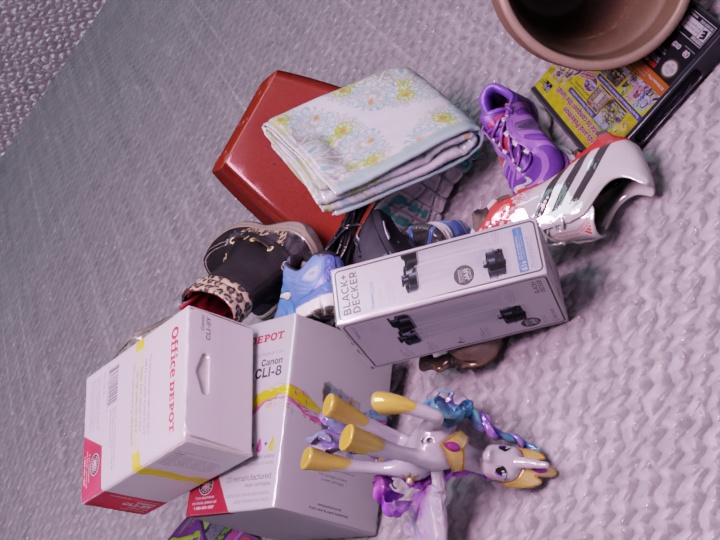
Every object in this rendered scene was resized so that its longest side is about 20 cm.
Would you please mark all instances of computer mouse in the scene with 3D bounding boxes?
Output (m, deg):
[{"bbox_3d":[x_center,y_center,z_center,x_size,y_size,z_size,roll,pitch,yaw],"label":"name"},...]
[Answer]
[{"bbox_3d":[0.000,0.000,1.372,0.141,0.046,0.200,-65,32,27],"label":"computer mouse"}]

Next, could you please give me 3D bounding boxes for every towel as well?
[{"bbox_3d":[0.011,-0.149,1.418,0.199,0.048,0.171,-24,44,-15],"label":"towel"}]

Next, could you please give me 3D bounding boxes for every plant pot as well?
[{"bbox_3d":[0.216,-0.305,1.307,0.201,0.200,0.175,-55,11,6],"label":"plant pot"},{"bbox_3d":[-0.070,-0.137,1.580,0.200,0.176,0.200,-60,11,-4],"label":"plant pot"}]

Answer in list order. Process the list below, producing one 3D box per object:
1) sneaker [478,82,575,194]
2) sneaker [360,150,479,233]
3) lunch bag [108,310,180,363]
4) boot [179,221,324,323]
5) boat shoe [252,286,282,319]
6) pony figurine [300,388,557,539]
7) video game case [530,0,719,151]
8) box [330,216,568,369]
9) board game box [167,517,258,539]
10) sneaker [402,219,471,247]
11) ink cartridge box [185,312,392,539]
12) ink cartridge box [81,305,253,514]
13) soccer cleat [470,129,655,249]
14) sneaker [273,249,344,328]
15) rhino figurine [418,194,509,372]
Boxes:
[{"bbox_3d":[0.162,-0.129,1.356,0.081,0.083,0.200,-47,31,21],"label":"sneaker"},{"bbox_3d":[0.065,-0.094,1.506,0.200,0.077,0.091,-53,15,2],"label":"sneaker"},{"bbox_3d":[-0.211,0.155,1.566,0.139,0.168,0.200,-25,-11,-35],"label":"lunch bag"},{"bbox_3d":[-0.150,0.010,1.486,0.200,0.073,0.151,-3,30,46],"label":"boot"},{"bbox_3d":[-0.113,0.015,1.650,0.075,0.062,0.200,-61,12,-16],"label":"boat shoe"},{"bbox_3d":[0.053,0.172,1.169,0.193,0.199,0.167,142,142,-61],"label":"pony figurine"},{"bbox_3d":[0.272,-0.208,1.318,0.181,0.025,0.200,-49,31,17],"label":"video game case"},{"bbox_3d":[0.083,0.024,1.208,0.199,0.117,0.060,-16,61,14],"label":"box"},{"bbox_3d":[-0.196,0.342,1.534,0.200,0.032,0.120,-50,26,17],"label":"board game box"},{"bbox_3d":[0.057,0.018,1.413,0.076,0.077,0.200,53,133,14],"label":"sneaker"},{"bbox_3d":[-0.070,0.165,1.336,0.145,0.144,0.201,-16,59,44],"label":"ink cartridge box"},{"bbox_3d":[-0.196,0.146,1.310,0.200,0.083,0.146,-33,49,41],"label":"ink cartridge box"},{"bbox_3d":[0.187,-0.049,1.226,0.200,0.069,0.085,-36,48,11],"label":"soccer cleat"},{"bbox_3d":[-0.051,0.032,1.395,0.200,0.078,0.090,136,135,-64],"label":"sneaker"},{"bbox_3d":[0.122,0.012,1.305,0.087,0.060,0.201,6,66,33],"label":"rhino figurine"}]
